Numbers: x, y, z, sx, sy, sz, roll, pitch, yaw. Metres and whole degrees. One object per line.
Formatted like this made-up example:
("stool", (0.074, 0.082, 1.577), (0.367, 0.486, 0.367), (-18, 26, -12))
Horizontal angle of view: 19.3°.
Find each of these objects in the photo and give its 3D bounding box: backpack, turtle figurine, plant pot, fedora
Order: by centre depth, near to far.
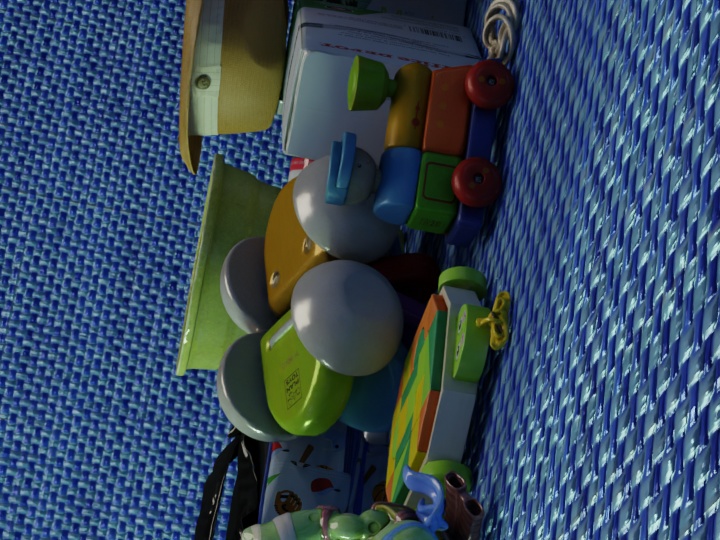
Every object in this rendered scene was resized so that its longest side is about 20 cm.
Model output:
("turtle figurine", (-0.011, 0.208, 1.254), (0.194, 0.143, 0.202), (100, -175, -82))
("backpack", (-0.043, 0.180, 1.595), (0.200, 0.153, 0.192), (123, 149, -61))
("fedora", (-0.100, -0.174, 1.692), (0.201, 0.081, 0.203), (-176, 90, -88))
("plant pot", (-0.060, 0.011, 1.902), (0.200, 0.182, 0.202), (-169, 90, -85))

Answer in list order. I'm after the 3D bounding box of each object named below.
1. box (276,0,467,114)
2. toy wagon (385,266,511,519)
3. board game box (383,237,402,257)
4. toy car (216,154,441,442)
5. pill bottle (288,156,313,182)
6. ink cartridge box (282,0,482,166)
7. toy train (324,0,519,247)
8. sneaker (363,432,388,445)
("box", (0.015, -0.214, 1.746), (0.036, 0.143, 0.202), (116, 163, -72))
("toy wagon", (0.055, 0.074, 1.352), (0.201, 0.039, 0.156), (108, 170, -56))
("board game box", (0.000, 0.000, 1.710), (0.201, 0.040, 0.154), (76, -165, -50))
("toy car", (-0.009, 0.030, 1.508), (0.175, 0.149, 0.202), (-43, 38, 46))
("pill bottle", (0.011, -0.157, 1.817), (0.120, 0.118, 0.202), (149, 131, -83))
("ink cartridge box", (0.016, -0.137, 1.594), (0.200, 0.145, 0.084), (-94, 15, -72))
("toy train", (0.043, -0.125, 1.444), (0.085, 0.115, 0.202), (118, 161, -71))
("sneaker", (-0.020, 0.179, 1.760), (0.201, 0.070, 0.074), (107, 171, -53))
